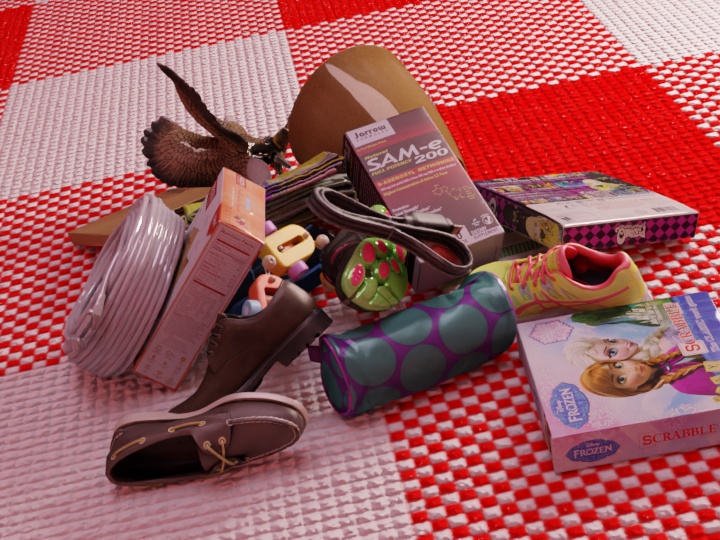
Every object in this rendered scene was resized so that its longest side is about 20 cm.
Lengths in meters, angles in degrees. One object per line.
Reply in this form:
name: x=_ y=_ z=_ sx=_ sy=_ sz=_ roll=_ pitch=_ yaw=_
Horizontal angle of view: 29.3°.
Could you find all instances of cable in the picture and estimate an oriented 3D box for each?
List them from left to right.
cable: x=-0.252 y=0.016 z=1.478 sx=0.202 sy=0.069 sz=0.200 roll=-67 pitch=16 yaw=-16
cable: x=0.034 y=-0.030 z=1.354 sx=0.198 sy=0.051 sz=0.098 roll=5 pitch=44 yaw=-36

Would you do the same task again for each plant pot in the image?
plant pot: x=0.038 y=-0.153 z=1.712 sx=0.185 sy=0.188 sz=0.200 roll=-24 pitch=44 yaw=-24

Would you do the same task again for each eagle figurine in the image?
eagle figurine: x=-0.191 y=-0.178 z=1.835 sx=0.197 sy=0.154 sz=0.151 roll=12 pitch=-2 yaw=-15

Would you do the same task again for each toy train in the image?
toy train: x=-0.052 y=0.024 z=1.469 sx=0.198 sy=0.056 sz=0.152 roll=3 pitch=55 yaw=-35

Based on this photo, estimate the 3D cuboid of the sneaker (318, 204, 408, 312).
sneaker: x=0.000 y=0.000 z=1.401 sx=0.083 sy=0.077 sz=0.200 roll=-31 pitch=12 yaw=15

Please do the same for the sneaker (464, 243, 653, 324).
sneaker: x=0.199 y=0.005 z=1.417 sx=0.197 sy=0.091 sz=0.079 roll=0 pitch=51 yaw=21

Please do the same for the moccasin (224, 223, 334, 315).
moccasin: x=-0.100 y=0.006 z=1.548 sx=0.068 sy=0.081 sz=0.199 roll=44 pitch=38 yaw=15

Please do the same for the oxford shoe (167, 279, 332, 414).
oxford shoe: x=-0.127 y=0.086 z=1.354 sx=0.200 sy=0.085 sz=0.073 roll=-43 pitch=4 yaw=1

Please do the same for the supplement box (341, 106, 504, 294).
supplement box: x=0.067 y=-0.082 z=1.540 sx=0.108 sy=0.061 sz=0.201 roll=-20 pitch=57 yaw=-17

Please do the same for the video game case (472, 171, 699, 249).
video game case: x=0.248 y=-0.069 z=1.552 sx=0.198 sy=0.036 sz=0.181 roll=-7 pitch=22 yaw=-31

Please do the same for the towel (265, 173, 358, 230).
towel: x=-0.108 y=-0.075 z=1.676 sx=0.169 sy=0.049 sz=0.200 roll=-21 pitch=8 yaw=-21

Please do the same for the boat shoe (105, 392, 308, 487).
boat shoe: x=-0.145 y=0.163 z=1.291 sx=0.197 sy=0.073 sz=0.060 roll=-8 pitch=34 yaw=12

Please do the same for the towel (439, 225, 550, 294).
towel: x=0.153 y=-0.017 z=1.565 sx=0.150 sy=0.024 sz=0.201 roll=-14 pitch=30 yaw=-4

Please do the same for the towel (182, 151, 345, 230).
towel: x=-0.115 y=-0.096 z=1.604 sx=0.197 sy=0.023 sz=0.144 roll=-21 pitch=10 yaw=-4

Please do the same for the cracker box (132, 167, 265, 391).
cracker box: x=-0.170 y=0.008 z=1.457 sx=0.057 sy=0.201 sz=0.134 roll=27 pitch=22 yaw=-16

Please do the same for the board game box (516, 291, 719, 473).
board game box: x=0.259 y=0.099 z=1.293 sx=0.196 sy=0.042 sz=0.201 roll=-11 pitch=28 yaw=1

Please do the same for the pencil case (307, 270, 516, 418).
pencil case: x=0.054 y=0.072 z=1.369 sx=0.198 sy=0.086 sz=0.093 roll=-21 pitch=44 yaw=-18

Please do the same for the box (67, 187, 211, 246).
box: x=-0.269 y=-0.068 z=1.744 sx=0.162 sy=0.022 sz=0.199 roll=-26 pitch=15 yaw=-26
